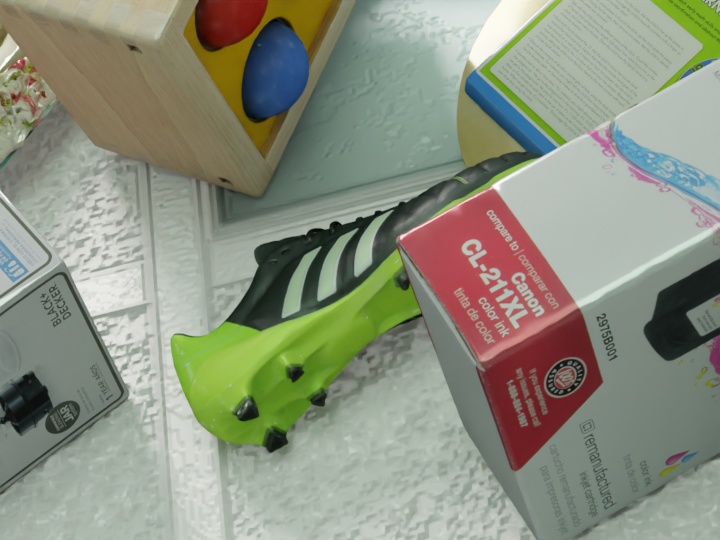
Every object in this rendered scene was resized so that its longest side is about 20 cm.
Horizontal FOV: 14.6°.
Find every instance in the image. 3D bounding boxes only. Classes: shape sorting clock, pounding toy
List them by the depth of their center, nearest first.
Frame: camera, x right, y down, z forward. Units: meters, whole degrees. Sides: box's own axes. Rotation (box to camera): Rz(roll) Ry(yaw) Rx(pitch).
[{"bbox_3d":[0.141,-0.088,1.323,0.199,0.039,0.201,-13,57,20],"label":"shape sorting clock"},{"bbox_3d":[-0.057,-0.166,1.330,0.142,0.184,0.201,18,72,24],"label":"pounding toy"}]

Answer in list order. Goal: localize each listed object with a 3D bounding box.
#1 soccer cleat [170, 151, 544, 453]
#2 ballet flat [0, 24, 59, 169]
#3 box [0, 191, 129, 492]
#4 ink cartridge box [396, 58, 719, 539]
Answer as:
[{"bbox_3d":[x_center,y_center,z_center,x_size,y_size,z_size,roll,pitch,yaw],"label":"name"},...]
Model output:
[{"bbox_3d":[0.000,0.000,1.280,0.200,0.068,0.081,-36,48,-4],"label":"soccer cleat"},{"bbox_3d":[-0.164,-0.127,1.427,0.075,0.064,0.200,3,47,38],"label":"ballet flat"},{"bbox_3d":[-0.212,0.068,1.263,0.200,0.117,0.060,-38,55,-12],"label":"box"},{"bbox_3d":[0.132,0.006,1.181,0.199,0.146,0.083,-29,50,-6],"label":"ink cartridge box"}]
